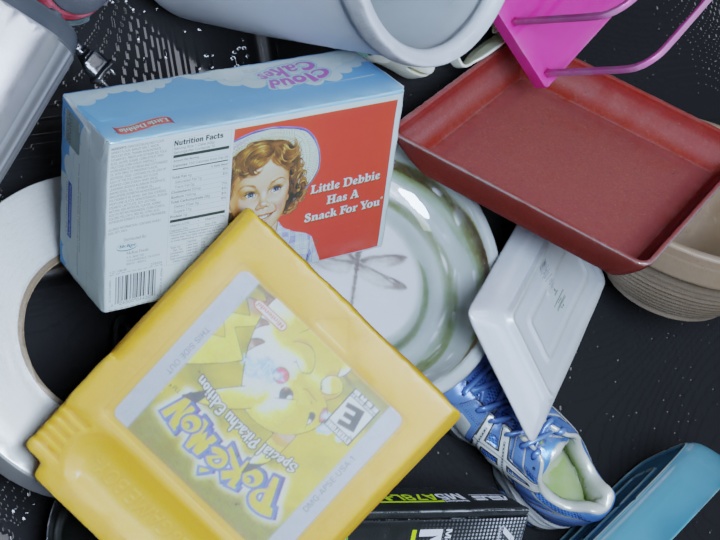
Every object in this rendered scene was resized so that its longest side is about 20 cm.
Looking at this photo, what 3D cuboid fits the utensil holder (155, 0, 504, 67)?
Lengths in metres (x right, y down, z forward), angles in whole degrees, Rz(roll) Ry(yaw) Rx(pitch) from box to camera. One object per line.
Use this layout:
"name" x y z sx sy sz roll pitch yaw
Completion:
"utensil holder" -0.026 -0.224 1.033 0.169 0.199 0.171 -22 119 -47

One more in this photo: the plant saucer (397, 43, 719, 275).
"plant saucer" 0.147 -0.078 1.165 0.200 0.199 0.037 -39 152 -48

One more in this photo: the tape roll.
"tape roll" -0.165 0.041 1.035 0.201 0.037 0.205 7 75 -27

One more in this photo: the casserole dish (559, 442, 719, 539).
"casserole dish" 0.189 0.189 1.214 0.200 0.121 0.039 -40 88 -27

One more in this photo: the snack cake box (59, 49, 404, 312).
"snack cake box" -0.078 -0.058 1.009 0.199 0.067 0.116 -13 126 -30

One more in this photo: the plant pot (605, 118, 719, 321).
"plant pot" 0.243 -0.028 1.246 0.199 0.201 0.093 -9 132 -31

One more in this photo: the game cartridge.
"game cartridge" -0.071 0.095 0.974 0.176 0.032 0.200 43 88 -2

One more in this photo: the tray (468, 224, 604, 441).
"tray" 0.134 0.021 1.184 0.108 0.022 0.200 62 33 -19

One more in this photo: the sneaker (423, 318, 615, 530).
"sneaker" 0.111 0.105 1.191 0.200 0.077 0.076 47 67 -18

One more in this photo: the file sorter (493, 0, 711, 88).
"file sorter" 0.147 -0.247 1.128 0.139 0.125 0.200 -47 116 -21

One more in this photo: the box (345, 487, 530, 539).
"box" 0.008 0.240 1.085 0.192 0.047 0.202 8 102 -40

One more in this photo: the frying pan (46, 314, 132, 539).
"frying pan" -0.162 0.136 1.050 0.114 0.031 0.191 -23 92 -38

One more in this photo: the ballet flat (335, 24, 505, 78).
"ballet flat" 0.053 -0.172 1.182 0.199 0.074 0.075 -21 97 -29

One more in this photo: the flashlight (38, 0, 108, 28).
"flashlight" -0.149 -0.189 0.984 0.067 0.199 0.069 -10 93 -31

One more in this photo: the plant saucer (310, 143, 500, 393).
"plant saucer" 0.000 0.000 1.132 0.199 0.050 0.202 10 66 -23

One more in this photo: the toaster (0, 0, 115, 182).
"toaster" -0.256 -0.112 0.961 0.199 0.114 0.130 30 76 -17
